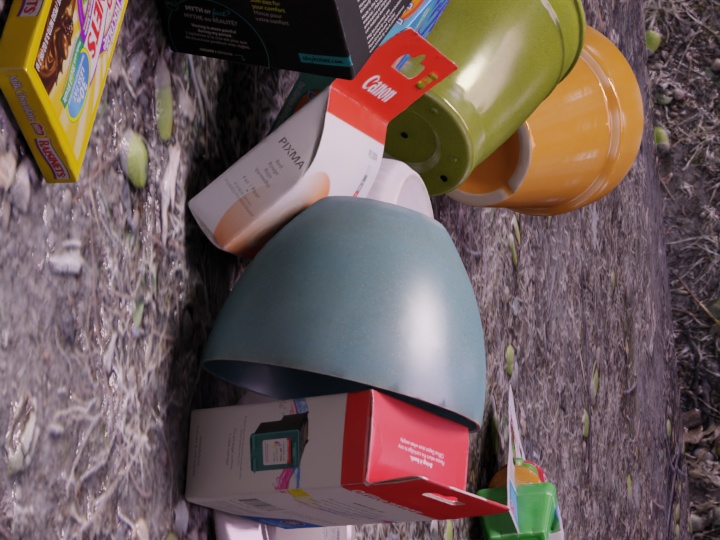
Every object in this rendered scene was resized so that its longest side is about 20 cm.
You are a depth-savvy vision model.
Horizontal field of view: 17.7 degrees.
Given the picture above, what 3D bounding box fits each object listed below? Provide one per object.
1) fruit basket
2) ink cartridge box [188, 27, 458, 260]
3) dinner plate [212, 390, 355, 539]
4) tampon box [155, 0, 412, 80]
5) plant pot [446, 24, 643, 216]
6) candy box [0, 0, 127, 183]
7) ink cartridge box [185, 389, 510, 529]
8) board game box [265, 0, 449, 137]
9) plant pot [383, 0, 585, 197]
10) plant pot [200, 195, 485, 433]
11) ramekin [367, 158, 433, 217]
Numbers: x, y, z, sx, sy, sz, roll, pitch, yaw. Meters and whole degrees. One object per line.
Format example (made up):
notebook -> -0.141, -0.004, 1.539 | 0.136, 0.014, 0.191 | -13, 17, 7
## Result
fruit basket -> 0.183, 0.256, 2.523 | 0.200, 0.094, 0.186 | -77, 160, -51
ink cartridge box -> -0.013, -0.082, 1.652 | 0.050, 0.200, 0.162 | 56, 9, 13
dinner plate -> -0.047, 0.181, 1.712 | 0.200, 0.024, 0.201 | 27, 59, -58
tampon box -> -0.057, -0.248, 1.505 | 0.126, 0.150, 0.200 | -56, 146, -36
plant pot -> 0.154, -0.142, 2.295 | 0.183, 0.200, 0.201 | -23, 112, -57
candy box -> -0.170, -0.160, 1.370 | 0.102, 0.026, 0.200 | 74, 21, -52
ink cartridge box -> -0.007, 0.130, 1.572 | 0.116, 0.200, 0.067 | 24, 64, -50
board game box -> 0.011, -0.172, 1.741 | 0.200, 0.045, 0.152 | -51, 177, -34
plant pot -> 0.069, -0.171, 1.990 | 0.193, 0.200, 0.201 | -59, 147, -41
plant pot -> 0.000, 0.025, 1.615 | 0.200, 0.200, 0.135 | 44, 57, -69
ramekin -> 0.000, 0.000, 1.857 | 0.202, 0.094, 0.203 | -1, 90, -75
